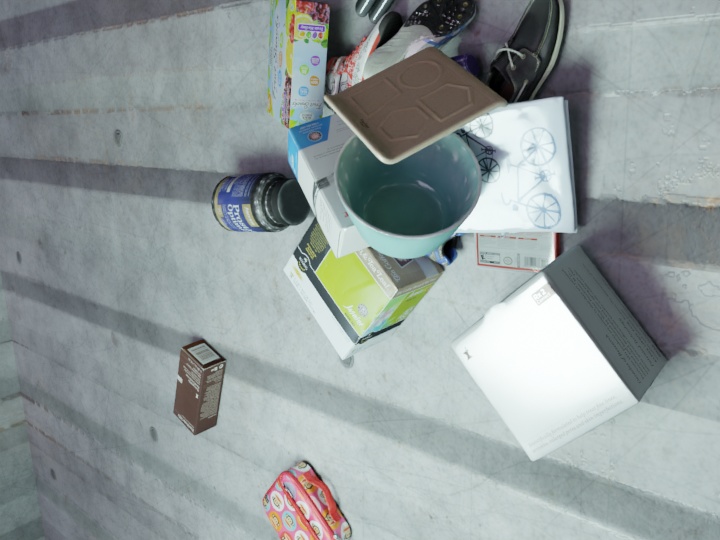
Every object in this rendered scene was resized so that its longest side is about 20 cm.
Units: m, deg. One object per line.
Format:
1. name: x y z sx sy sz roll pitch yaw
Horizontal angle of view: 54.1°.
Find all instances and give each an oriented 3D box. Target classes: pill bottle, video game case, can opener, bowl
1. pill bottle: -0.192 -0.132 1.369 0.197 0.110 0.115 4 104 44
2. video game case: 0.227 -0.098 1.037 0.141 0.017 0.206 8 107 43
3. can opener: 0.057 -0.475 1.083 0.201 0.052 0.068 -52 32 38
4. bowl: 0.061 -0.099 0.967 0.201 0.199 0.106 47 158 23

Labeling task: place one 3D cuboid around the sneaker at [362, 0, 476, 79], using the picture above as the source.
1. sneaker: 0.091 -0.342 1.066 0.198 0.072 0.073 -32 69 25

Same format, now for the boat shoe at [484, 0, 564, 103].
1. boat shoe: 0.213 -0.279 0.959 0.072 0.066 0.204 45 123 40

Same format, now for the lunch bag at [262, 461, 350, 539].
1. lunch bag: -0.110 0.518 1.500 0.201 0.081 0.178 50 126 20

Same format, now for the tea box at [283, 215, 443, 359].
1. tea box: 0.000 0.000 1.204 0.202 0.132 0.198 54 133 18

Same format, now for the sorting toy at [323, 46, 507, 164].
1. sorting toy: 0.071 -0.223 0.952 0.186 0.196 0.037 53 163 42

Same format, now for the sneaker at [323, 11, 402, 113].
1. sneaker: -0.007 -0.342 1.161 0.107 0.066 0.205 40 129 26

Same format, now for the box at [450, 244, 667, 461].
1. box: 0.266 0.113 0.967 0.202 0.129 0.199 54 133 10

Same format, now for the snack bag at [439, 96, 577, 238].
1. snack bag: 0.197 -0.137 0.980 0.195 0.021 0.193 0 117 30

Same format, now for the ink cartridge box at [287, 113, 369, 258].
1. ink cartridge box: -0.012 -0.141 1.098 0.203 0.142 0.084 62 160 24

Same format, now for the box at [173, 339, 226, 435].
1. box: -0.392 0.283 1.709 0.099 0.074 0.205 32 124 33

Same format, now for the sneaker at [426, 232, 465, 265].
1. sneaker: 0.143 -0.094 1.082 0.078 0.074 0.203 40 138 28

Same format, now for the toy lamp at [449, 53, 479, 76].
1. toy lamp: 0.098 -0.274 1.087 0.197 0.057 0.060 -18 90 45

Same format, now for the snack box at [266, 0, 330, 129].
1. snack box: -0.111 -0.359 1.216 0.169 0.066 0.206 -133 45 -60
